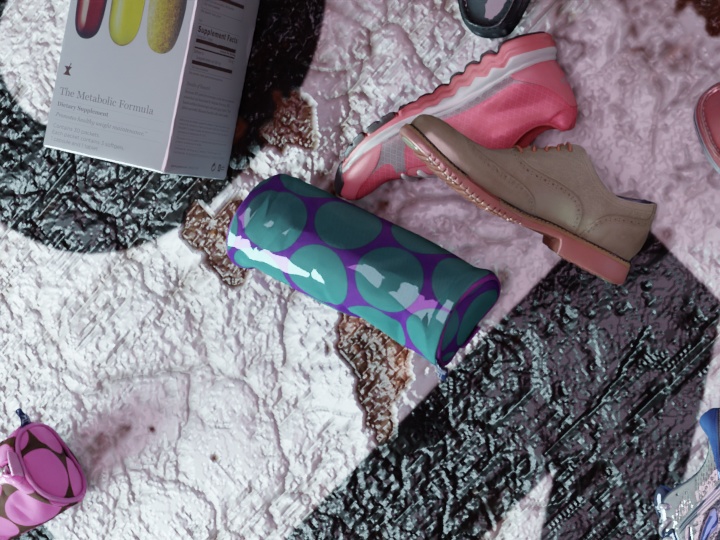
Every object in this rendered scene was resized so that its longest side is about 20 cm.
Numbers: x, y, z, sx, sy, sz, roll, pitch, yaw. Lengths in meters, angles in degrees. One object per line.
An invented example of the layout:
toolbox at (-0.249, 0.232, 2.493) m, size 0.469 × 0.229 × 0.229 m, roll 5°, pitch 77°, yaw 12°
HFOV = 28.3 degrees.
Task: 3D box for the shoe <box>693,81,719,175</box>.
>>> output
shoe at (0.269, -0.076, 0.930) m, size 0.071 × 0.091 × 0.200 m, roll -42°, pitch 46°, yaw 15°

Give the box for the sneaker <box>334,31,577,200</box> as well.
sneaker at (0.070, -0.093, 1.054) m, size 0.200 × 0.074 × 0.087 m, roll -31°, pitch 85°, yaw 19°

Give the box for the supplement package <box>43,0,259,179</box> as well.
supplement package at (-0.157, -0.182, 1.113) m, size 0.113 × 0.109 × 0.201 m, roll 13°, pitch 95°, yaw 19°

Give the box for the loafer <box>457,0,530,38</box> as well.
loafer at (0.100, -0.272, 1.040) m, size 0.068 × 0.070 × 0.202 m, roll 8°, pitch 94°, yaw 20°

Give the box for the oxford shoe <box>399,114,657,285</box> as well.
oxford shoe at (0.120, -0.067, 1.013) m, size 0.199 × 0.071 × 0.074 m, roll 29°, pitch 97°, yaw -19°

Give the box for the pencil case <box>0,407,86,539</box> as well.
pencil case at (-0.331, 0.200, 1.194) m, size 0.200 × 0.094 × 0.091 m, roll -33°, pitch 80°, yaw 18°

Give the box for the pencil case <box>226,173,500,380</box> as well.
pencil case at (0.000, 0.000, 1.074) m, size 0.199 × 0.093 × 0.085 m, roll 27°, pitch 61°, yaw 18°

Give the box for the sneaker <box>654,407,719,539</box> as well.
sneaker at (0.246, 0.189, 1.005) m, size 0.085 × 0.077 × 0.201 m, roll 20°, pitch 91°, yaw 28°
